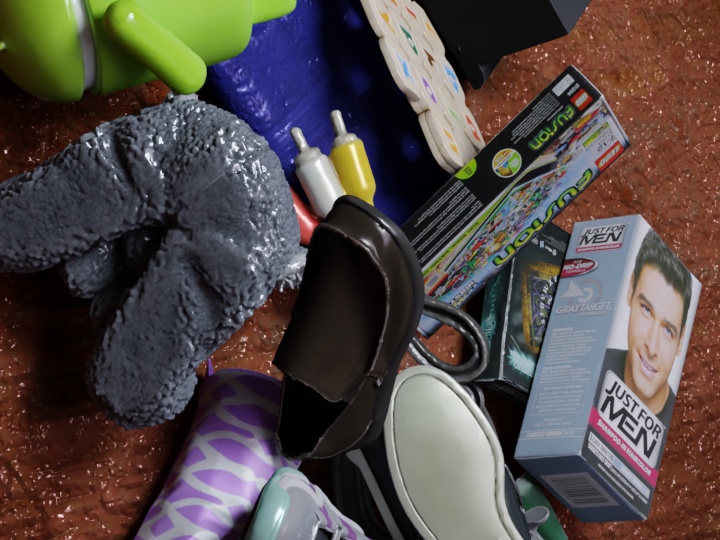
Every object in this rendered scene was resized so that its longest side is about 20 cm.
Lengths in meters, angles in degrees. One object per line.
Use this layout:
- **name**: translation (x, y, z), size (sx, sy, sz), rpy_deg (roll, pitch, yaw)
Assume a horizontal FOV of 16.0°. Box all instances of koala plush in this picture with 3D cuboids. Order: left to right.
- **koala plush**: translation (-0.101, -0.030, 1.587), size (0.178, 0.183, 0.200), rpy_deg (53, 18, 2)

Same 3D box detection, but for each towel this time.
- **towel**: translation (-0.026, -0.108, 1.757), size (0.148, 0.049, 0.201), rpy_deg (-46, 116, -33)

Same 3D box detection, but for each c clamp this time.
- **c clamp**: translation (0.034, 0.122, 1.785), size (0.199, 0.027, 0.172), rpy_deg (1, 82, -45)

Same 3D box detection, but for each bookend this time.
- **bookend**: translation (0.125, -0.258, 1.819), size (0.199, 0.199, 0.092), rpy_deg (57, 40, -20)

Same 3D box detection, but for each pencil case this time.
- **pencil case**: translation (-0.098, 0.155, 1.609), size (0.084, 0.085, 0.201), rpy_deg (86, 26, -53)

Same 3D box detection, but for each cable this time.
- **cable**: translation (0.000, 0.000, 1.680), size (0.201, 0.097, 0.050), rpy_deg (56, 4, 6)

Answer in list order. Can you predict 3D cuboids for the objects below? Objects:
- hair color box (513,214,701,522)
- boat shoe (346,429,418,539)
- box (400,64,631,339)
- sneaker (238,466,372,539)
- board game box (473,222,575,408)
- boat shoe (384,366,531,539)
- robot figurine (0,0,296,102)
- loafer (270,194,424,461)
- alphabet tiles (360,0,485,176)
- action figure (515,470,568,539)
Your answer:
- **hair color box**: translation (0.182, 0.071, 1.865), size (0.099, 0.060, 0.201), rpy_deg (43, 52, -40)
- **boat shoe**: translation (0.039, 0.135, 1.716), size (0.200, 0.066, 0.075), rpy_deg (62, 7, -14)
- **box**: translation (0.093, -0.045, 1.756), size (0.035, 0.200, 0.110), rpy_deg (47, 3, 22)
- **sneaker**: translation (0.005, 0.187, 1.572), size (0.078, 0.139, 0.200), rpy_deg (-65, 165, -8)
- **board game box**: translation (0.156, 0.048, 1.908), size (0.200, 0.028, 0.136), rpy_deg (29, 63, -47)
- **boat shoe**: translation (0.069, 0.156, 1.653), size (0.074, 0.066, 0.200), rpy_deg (-32, 91, -10)
- **robot figurine**: translation (-0.143, -0.171, 1.561), size (0.199, 0.176, 0.116), rpy_deg (-17, 120, -16)
- **loafer**: translation (-0.013, 0.045, 1.547), size (0.071, 0.073, 0.201), rpy_deg (-36, 145, -39)
- **alphabet tiles**: translation (0.034, -0.151, 1.769), size (0.201, 0.015, 0.195), rpy_deg (68, 14, 18)
- **action figure**: translation (0.154, 0.253, 1.861), size (0.200, 0.054, 0.119), rpy_deg (55, 50, -37)
